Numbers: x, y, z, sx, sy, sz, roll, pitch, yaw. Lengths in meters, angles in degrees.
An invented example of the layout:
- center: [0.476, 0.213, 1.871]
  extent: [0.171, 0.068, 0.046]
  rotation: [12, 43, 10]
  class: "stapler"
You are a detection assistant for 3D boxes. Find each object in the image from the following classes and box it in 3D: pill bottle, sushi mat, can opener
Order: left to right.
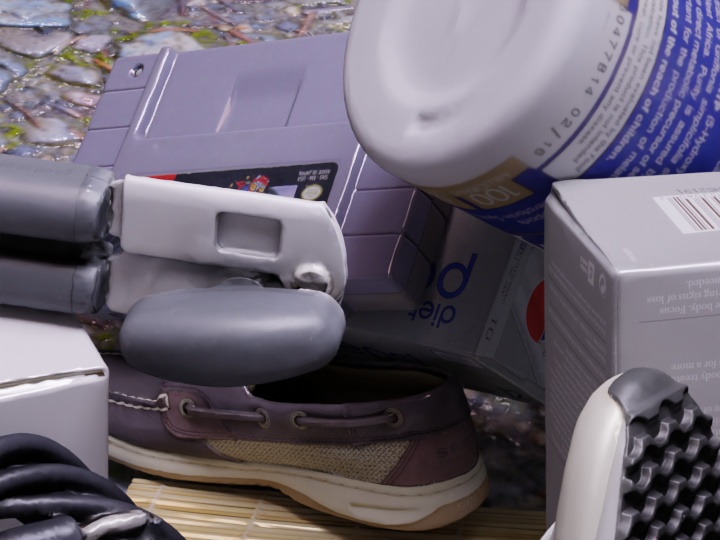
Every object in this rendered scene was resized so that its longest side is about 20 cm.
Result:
- center: [-0.102, -0.004, 0.668]
  extent: [0.198, 0.054, 0.067]
  rotation: [7, 28, 3]
  class: "can opener"
- center: [-0.002, 0.117, 0.785]
  extent: [0.198, 0.012, 0.096]
  rotation: [4, 31, 5]
  class: "sushi mat"
- center: [0.102, -0.055, 0.740]
  extent: [0.199, 0.120, 0.120]
  rotation: [25, 15, -37]
  class: "pill bottle"

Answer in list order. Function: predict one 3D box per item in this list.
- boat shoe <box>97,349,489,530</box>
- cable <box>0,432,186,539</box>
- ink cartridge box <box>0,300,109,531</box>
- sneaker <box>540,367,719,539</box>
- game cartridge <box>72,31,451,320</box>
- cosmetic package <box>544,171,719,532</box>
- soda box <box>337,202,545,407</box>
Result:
- center: [-0.039, 0.052, 0.826]
  extent: [0.199, 0.065, 0.072]
  rotation: [12, 24, 31]
  class: "boat shoe"
- center: [-0.111, 0.147, 0.612]
  extent: [0.051, 0.163, 0.201]
  rotation: [-22, 30, 52]
  class: "cable"
- center: [-0.162, 0.054, 0.759]
  extent: [0.083, 0.147, 0.200]
  rotation: [-10, 33, -23]
  class: "ink cartridge box"
- center: [0.051, 0.120, 0.610]
  extent: [0.093, 0.202, 0.070]
  rotation: [16, 24, 34]
  class: "sneaker"
- center: [-0.046, -0.040, 0.848]
  extent: [0.199, 0.038, 0.130]
  rotation: [-2, 54, 36]
  class: "game cartridge"
- center: [0.119, 0.075, 0.670]
  extent: [0.106, 0.202, 0.090]
  rotation: [-4, 22, -10]
  class: "cosmetic package"
- center: [0.000, 0.000, 0.857]
  extent: [0.199, 0.063, 0.069]
  rotation: [12, 75, 42]
  class: "soda box"
